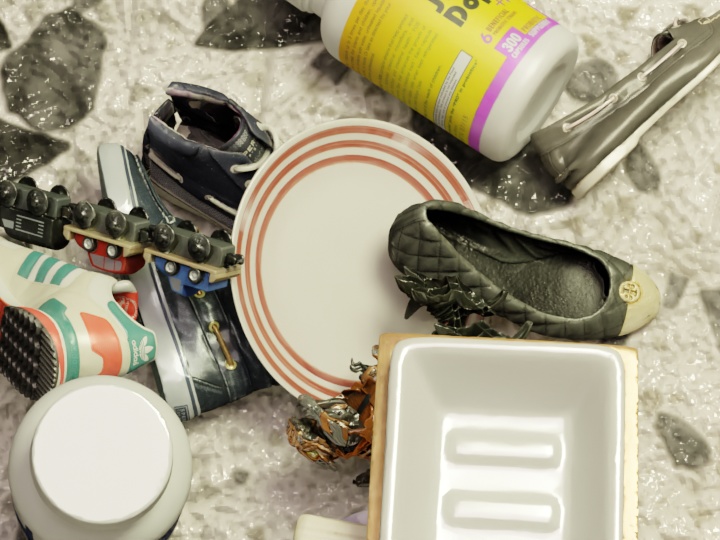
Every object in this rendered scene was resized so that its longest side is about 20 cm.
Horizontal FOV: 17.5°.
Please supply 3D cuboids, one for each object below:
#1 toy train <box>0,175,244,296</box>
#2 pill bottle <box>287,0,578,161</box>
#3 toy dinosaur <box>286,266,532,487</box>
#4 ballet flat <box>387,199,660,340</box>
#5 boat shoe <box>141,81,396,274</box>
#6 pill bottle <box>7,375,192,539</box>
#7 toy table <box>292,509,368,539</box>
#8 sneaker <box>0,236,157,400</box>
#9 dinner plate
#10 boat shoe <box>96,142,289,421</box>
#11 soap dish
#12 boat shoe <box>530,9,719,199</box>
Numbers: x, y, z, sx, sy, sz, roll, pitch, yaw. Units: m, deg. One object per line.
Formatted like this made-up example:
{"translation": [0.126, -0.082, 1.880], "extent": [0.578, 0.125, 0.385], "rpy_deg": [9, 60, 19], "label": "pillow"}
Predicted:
{"translation": [-0.160, -0.020, 1.517], "extent": [0.199, 0.034, 0.046], "rpy_deg": [15, 105, 30], "label": "toy train"}
{"translation": [0.044, -0.168, 1.619], "extent": [0.199, 0.104, 0.104], "rpy_deg": [34, 70, 13], "label": "pill bottle"}
{"translation": [0.051, 0.079, 1.518], "extent": [0.199, 0.136, 0.102], "rpy_deg": [-12, 34, -41], "label": "toy dinosaur"}
{"translation": [0.112, 0.002, 1.551], "extent": [0.199, 0.057, 0.067], "rpy_deg": [14, 68, -18], "label": "ballet flat"}
{"translation": [-0.061, -0.057, 1.576], "extent": [0.199, 0.093, 0.075], "rpy_deg": [22, 68, 8], "label": "boat shoe"}
{"translation": [-0.159, 0.125, 1.431], "extent": [0.110, 0.200, 0.112], "rpy_deg": [2, 77, -7], "label": "pill bottle"}
{"translation": [0.055, 0.193, 1.458], "extent": [0.199, 0.117, 0.185], "rpy_deg": [-2, 66, 0], "label": "toy table"}
{"translation": [-0.198, 0.027, 1.527], "extent": [0.093, 0.071, 0.200], "rpy_deg": [-6, 21, -26], "label": "sneaker"}
{"translation": [0.000, 0.000, 1.551], "extent": [0.199, 0.024, 0.202], "rpy_deg": [4, 82, -27], "label": "dinner plate"}
{"translation": [-0.113, -0.001, 1.571], "extent": [0.090, 0.071, 0.201], "rpy_deg": [-16, 73, -11], "label": "boat shoe"}
{"translation": [0.083, 0.140, 1.372], "extent": [0.156, 0.081, 0.201], "rpy_deg": [2, 66, 3], "label": "soap dish"}
{"translation": [0.200, -0.135, 1.623], "extent": [0.057, 0.067, 0.200], "rpy_deg": [46, 76, 0], "label": "boat shoe"}
